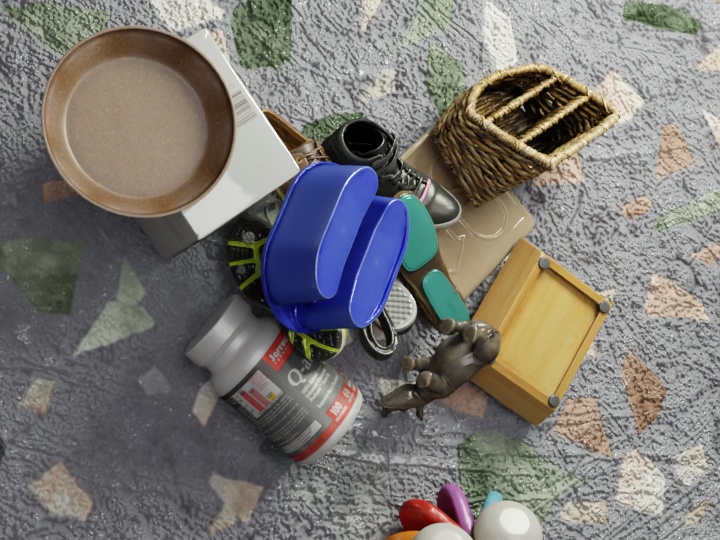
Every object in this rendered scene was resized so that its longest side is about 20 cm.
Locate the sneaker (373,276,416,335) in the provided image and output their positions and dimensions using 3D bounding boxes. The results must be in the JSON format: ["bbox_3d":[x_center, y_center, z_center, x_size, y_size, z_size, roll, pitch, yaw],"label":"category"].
[{"bbox_3d":[0.000,0.000,1.438,0.078,0.079,0.200,-30,74,-6],"label":"sneaker"}]

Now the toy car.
[{"bbox_3d":[0.118,0.338,1.408,0.199,0.175,0.150,-14,52,-20],"label":"toy car"}]

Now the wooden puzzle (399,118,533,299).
[{"bbox_3d":[0.108,-0.072,1.500,0.185,0.046,0.200,-44,103,-18],"label":"wooden puzzle"}]

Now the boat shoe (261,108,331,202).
[{"bbox_3d":[-0.070,-0.122,1.377,0.072,0.068,0.200,-26,56,-37],"label":"boat shoe"}]

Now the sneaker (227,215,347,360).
[{"bbox_3d":[-0.088,0.023,1.350,0.075,0.076,0.200,-35,81,9],"label":"sneaker"}]

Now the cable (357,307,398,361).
[{"bbox_3d":[-0.005,0.018,1.367,0.097,0.050,0.200,-15,72,-43],"label":"cable"}]

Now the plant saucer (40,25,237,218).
[{"bbox_3d":[-0.229,-0.151,1.182,0.200,0.037,0.201,3,82,-19],"label":"plant saucer"}]

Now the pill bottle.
[{"bbox_3d":[-0.105,0.128,1.360,0.200,0.116,0.116,42,72,-10],"label":"pill bottle"}]

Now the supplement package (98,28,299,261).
[{"bbox_3d":[-0.202,-0.137,1.315,0.147,0.200,0.192,-35,96,-20],"label":"supplement package"}]

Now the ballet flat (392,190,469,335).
[{"bbox_3d":[0.071,-0.009,1.416,0.068,0.072,0.200,-37,113,-19],"label":"ballet flat"}]

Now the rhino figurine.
[{"bbox_3d":[0.095,0.128,1.413,0.087,0.200,0.060,13,41,-46],"label":"rhino figurine"}]

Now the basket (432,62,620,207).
[{"bbox_3d":[0.210,-0.197,1.463,0.200,0.149,0.143,-33,94,-40],"label":"basket"}]

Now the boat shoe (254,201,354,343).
[{"bbox_3d":[-0.078,0.014,1.412,0.066,0.072,0.200,-28,108,10],"label":"boat shoe"}]

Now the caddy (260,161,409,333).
[{"bbox_3d":[-0.034,-0.026,1.260,0.141,0.105,0.200,44,59,-42],"label":"caddy"}]

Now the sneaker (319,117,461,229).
[{"bbox_3d":[0.042,-0.117,1.396,0.200,0.099,0.071,27,70,-5],"label":"sneaker"}]

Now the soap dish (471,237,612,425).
[{"bbox_3d":[0.228,0.080,1.494,0.157,0.081,0.200,35,77,-16],"label":"soap dish"}]
